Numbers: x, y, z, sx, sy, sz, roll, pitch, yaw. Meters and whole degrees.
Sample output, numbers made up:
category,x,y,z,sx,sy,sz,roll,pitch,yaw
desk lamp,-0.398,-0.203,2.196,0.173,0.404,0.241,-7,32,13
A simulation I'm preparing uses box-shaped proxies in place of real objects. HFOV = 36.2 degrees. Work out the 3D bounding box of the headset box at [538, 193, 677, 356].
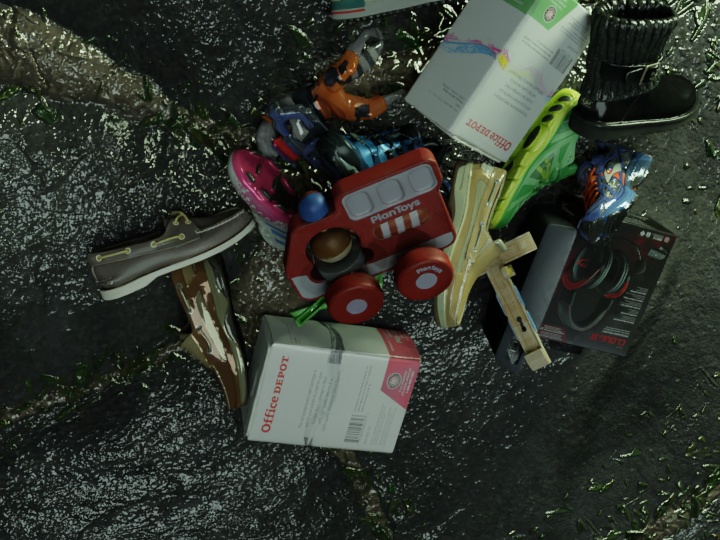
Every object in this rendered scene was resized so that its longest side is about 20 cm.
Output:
category,x,y,z,sx,sy,sz,roll,pitch,yaw
headset box,0.303,0.017,1.449,0.148,0.075,0.200,14,108,-20

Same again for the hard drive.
category,x,y,z,sx,sy,sz,roll,pitch,yaw
hard drive,0.210,0.017,1.396,0.042,0.135,0.200,17,107,-9

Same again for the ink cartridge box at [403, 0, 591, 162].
category,x,y,z,sx,sy,sz,roll,pitch,yaw
ink cartridge box,0.164,-0.239,1.267,0.145,0.087,0.200,16,110,-55

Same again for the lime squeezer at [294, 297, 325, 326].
category,x,y,z,sx,sy,sz,roll,pitch,yaw
lime squeezer,0.000,0.000,1.334,0.200,0.071,0.038,-33,86,-4

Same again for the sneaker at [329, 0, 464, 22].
category,x,y,z,sx,sy,sz,roll,pitch,yaw
sneaker,0.052,-0.330,1.198,0.199,0.070,0.094,-7,101,20

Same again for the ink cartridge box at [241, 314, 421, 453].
category,x,y,z,sx,sy,sz,roll,pitch,yaw
ink cartridge box,-0.041,0.144,1.404,0.199,0.083,0.147,8,114,-18

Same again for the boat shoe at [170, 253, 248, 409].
category,x,y,z,sx,sy,sz,roll,pitch,yaw
boat shoe,-0.186,0.076,1.354,0.074,0.076,0.201,-12,107,-4

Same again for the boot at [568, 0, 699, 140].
category,x,y,z,sx,sy,sz,roll,pitch,yaw
boot,0.343,-0.246,1.307,0.211,0.079,0.158,-18,129,-35

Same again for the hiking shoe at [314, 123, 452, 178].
category,x,y,z,sx,sy,sz,roll,pitch,yaw
hiking shoe,0.024,-0.138,1.252,0.087,0.074,0.200,-56,149,13

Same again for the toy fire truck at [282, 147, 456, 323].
category,x,y,z,sx,sy,sz,roll,pitch,yaw
toy fire truck,0.005,-0.044,1.215,0.200,0.112,0.168,-20,136,5

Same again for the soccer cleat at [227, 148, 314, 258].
category,x,y,z,sx,sy,sz,roll,pitch,yaw
soccer cleat,-0.100,-0.064,1.296,0.086,0.070,0.200,-23,135,33

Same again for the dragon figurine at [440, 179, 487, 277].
category,x,y,z,sx,sy,sz,roll,pitch,yaw
dragon figurine,0.125,-0.015,1.399,0.099,0.059,0.200,-27,115,-2

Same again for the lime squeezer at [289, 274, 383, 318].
category,x,y,z,sx,sy,sz,roll,pitch,yaw
lime squeezer,0.002,0.001,1.394,0.071,0.038,0.200,41,99,7

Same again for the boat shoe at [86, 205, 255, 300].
category,x,y,z,sx,sy,sz,roll,pitch,yaw
boat shoe,-0.222,-0.033,1.295,0.200,0.072,0.060,-25,106,-7

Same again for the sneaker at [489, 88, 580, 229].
category,x,y,z,sx,sy,sz,roll,pitch,yaw
sneaker,0.225,-0.127,1.370,0.083,0.074,0.200,32,101,-20

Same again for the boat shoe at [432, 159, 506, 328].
category,x,y,z,sx,sy,sz,roll,pitch,yaw
boat shoe,0.133,-0.028,1.288,0.076,0.072,0.201,9,89,8

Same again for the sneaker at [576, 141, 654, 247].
category,x,y,z,sx,sy,sz,roll,pitch,yaw
sneaker,0.297,-0.097,1.354,0.078,0.200,0.075,29,127,8

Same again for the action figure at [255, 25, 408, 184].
category,x,y,z,sx,sy,sz,roll,pitch,yaw
action figure,-0.034,-0.179,1.290,0.193,0.105,0.200,-28,144,5

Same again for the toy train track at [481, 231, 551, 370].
category,x,y,z,sx,sy,sz,roll,pitch,yaw
toy train track,0.173,0.027,1.327,0.115,0.033,0.200,-27,86,22
